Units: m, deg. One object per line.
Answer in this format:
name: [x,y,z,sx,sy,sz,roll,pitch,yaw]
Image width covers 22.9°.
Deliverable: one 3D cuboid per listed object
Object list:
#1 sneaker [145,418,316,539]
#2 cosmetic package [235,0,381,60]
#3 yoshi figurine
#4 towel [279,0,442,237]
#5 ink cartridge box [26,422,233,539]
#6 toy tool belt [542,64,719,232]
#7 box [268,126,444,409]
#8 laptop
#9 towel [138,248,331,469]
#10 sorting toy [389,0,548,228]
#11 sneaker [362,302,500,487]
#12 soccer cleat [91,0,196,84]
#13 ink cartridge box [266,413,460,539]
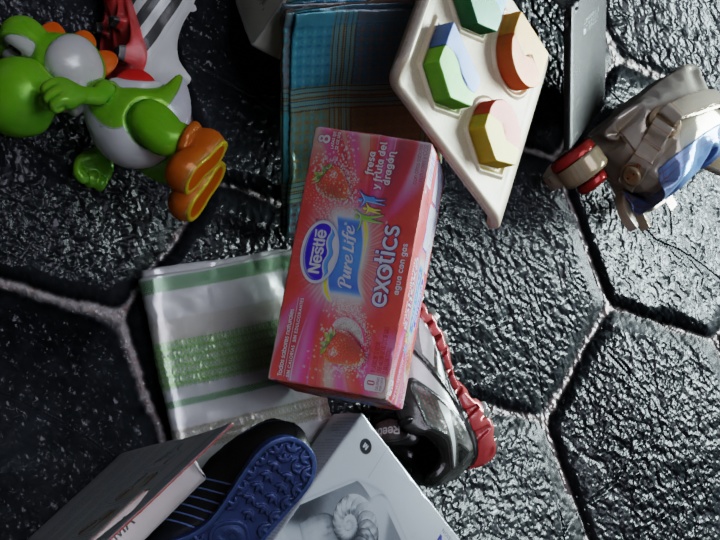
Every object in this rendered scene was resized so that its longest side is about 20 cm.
sneaker: [-0.112,0.192,1.327,0.200,0.078,0.070,-44,105,-1]
cosmetic package: [0.003,-0.204,1.490,0.200,0.087,0.103,24,26,-31]
yoshi figurine: [-0.204,-0.108,1.322,0.200,0.113,0.112,34,22,8]
towel: [0.004,-0.126,1.449,0.146,0.022,0.201,-7,116,-19]
ink cartridge box: [-0.182,0.190,1.224,0.200,0.173,0.044,-43,104,-35]
toy tool belt: [0.277,-0.099,1.667,0.200,0.125,0.123,-38,93,-36]
box: [0.000,0.000,1.378,0.094,0.103,0.201,9,83,11]
laptop: [0.155,-0.231,1.626,0.187,0.116,0.201,-45,136,-65]
towel: [-0.096,0.089,1.409,0.149,0.031,0.201,-9,86,-35]
sorting toy: [0.098,-0.163,1.424,0.200,0.036,0.185,54,44,-41]
sneaker: [0.036,0.094,1.472,0.098,0.071,0.201,-37,102,-39]
soccer cleat: [-0.169,-0.238,1.414,0.085,0.069,0.201,8,77,-43]
ink cartridge box: [-0.006,0.251,1.405,0.200,0.041,0.200,53,55,-24]
